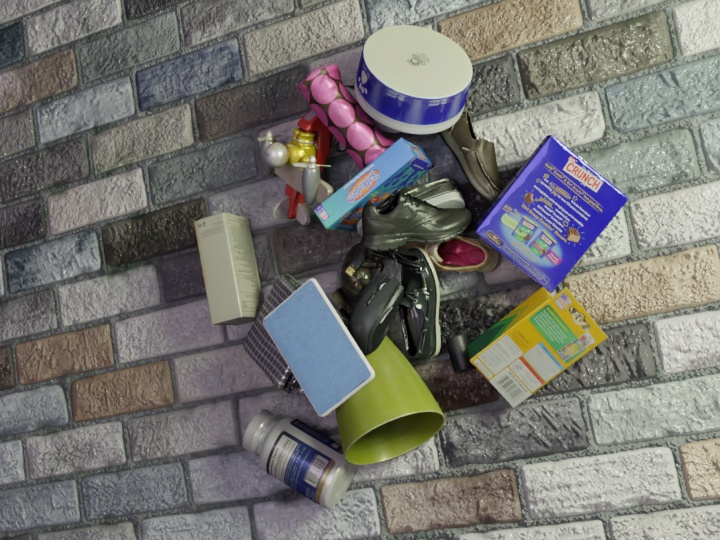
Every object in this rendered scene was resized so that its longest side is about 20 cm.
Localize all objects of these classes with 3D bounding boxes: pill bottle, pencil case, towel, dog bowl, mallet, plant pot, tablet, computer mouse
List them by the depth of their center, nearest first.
[{"bbox_3d":[-0.073,0.130,1.501,0.130,0.014,0.201,-39,74,20],"label":"tablet"},{"bbox_3d":[0.011,0.035,1.532,0.140,0.046,0.202,28,85,37],"label":"computer mouse"},{"bbox_3d":[0.247,0.133,1.539,0.197,0.041,0.067,-10,82,16],"label":"mallet"},{"bbox_3d":[0.092,-0.333,1.544,0.199,0.200,0.079,38,143,19],"label":"dog bowl"},{"bbox_3d":[0.026,0.205,1.558,0.186,0.187,0.202,-32,59,16],"label":"plant pot"},{"bbox_3d":[-0.020,-0.274,1.579,0.201,0.094,0.090,52,146,-6],"label":"pencil case"},{"bbox_3d":[-0.127,0.113,1.614,0.167,0.085,0.200,-60,34,6],"label":"towel"},{"bbox_3d":[-0.113,0.337,1.622,0.198,0.111,0.112,26,96,21],"label":"pill bottle"}]

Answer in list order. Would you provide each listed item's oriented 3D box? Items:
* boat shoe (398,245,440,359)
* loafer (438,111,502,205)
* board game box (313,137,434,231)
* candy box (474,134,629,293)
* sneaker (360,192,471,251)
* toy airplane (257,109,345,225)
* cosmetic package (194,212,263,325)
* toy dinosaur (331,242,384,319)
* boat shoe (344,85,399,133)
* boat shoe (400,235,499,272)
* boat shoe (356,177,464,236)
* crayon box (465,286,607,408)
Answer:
[{"bbox_3d":[0.092,0.061,1.557,0.074,0.066,0.203,12,111,47],"label":"boat shoe"},{"bbox_3d":[0.206,-0.198,1.555,0.071,0.073,0.201,-35,76,15],"label":"loafer"},{"bbox_3d":[0.027,-0.147,1.579,0.199,0.152,0.045,-38,80,15],"label":"board game box"},{"bbox_3d":[0.314,-0.095,1.478,0.168,0.077,0.201,38,102,-3],"label":"candy box"},{"bbox_3d":[0.095,-0.091,1.516,0.197,0.076,0.092,-10,108,-13],"label":"sneaker"},{"bbox_3d":[-0.124,-0.187,1.644,0.199,0.140,0.202,-26,59,40],"label":"toy airplane"},{"bbox_3d":[-0.248,-0.001,1.704,0.072,0.103,0.203,-14,80,21],"label":"cosmetic package"},{"bbox_3d":[0.000,0.000,1.618,0.101,0.077,0.203,8,86,28],"label":"toy dinosaur"},{"bbox_3d":[0.011,-0.309,1.645,0.198,0.068,0.073,16,129,25],"label":"boat shoe"},{"bbox_3d":[0.143,-0.037,1.570,0.197,0.069,0.075,5,89,23],"label":"boat shoe"},{"bbox_3d":[0.086,-0.112,1.592,0.197,0.071,0.064,-16,58,1],"label":"boat shoe"},{"bbox_3d":[0.291,0.120,1.480,0.199,0.052,0.126,-39,110,15],"label":"crayon box"}]
